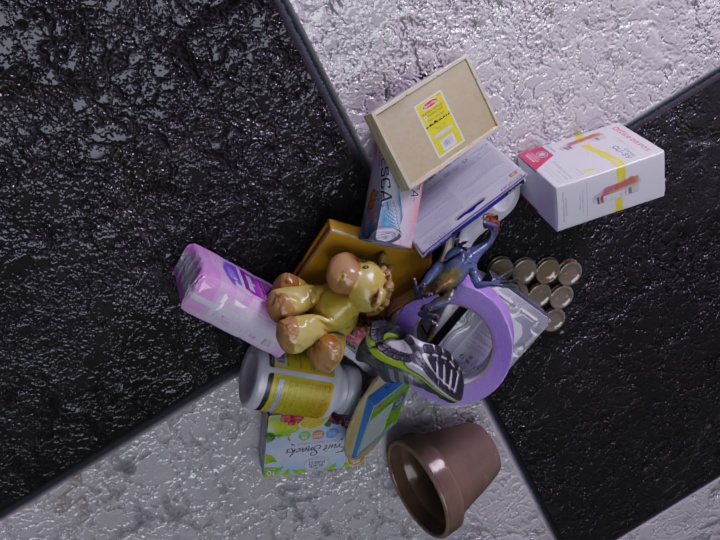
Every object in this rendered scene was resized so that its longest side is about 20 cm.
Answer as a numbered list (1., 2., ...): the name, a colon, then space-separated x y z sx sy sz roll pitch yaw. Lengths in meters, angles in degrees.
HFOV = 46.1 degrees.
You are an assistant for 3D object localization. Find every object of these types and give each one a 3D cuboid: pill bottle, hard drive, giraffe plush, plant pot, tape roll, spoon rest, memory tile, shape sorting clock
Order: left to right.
1. pill bottle: -0.101 0.192 1.452 0.196 0.113 0.114 13 115 -24
2. giraffe plush: -0.026 0.045 1.300 0.198 0.175 0.162 19 129 -41
3. shape sorting clock: 0.031 0.248 1.514 0.200 0.039 0.202 -45 154 -28
4. plant pot: 0.172 0.381 1.631 0.172 0.199 0.204 -25 126 -26
5. tape roll: 0.152 0.113 1.382 0.195 0.066 0.205 3 103 10
6. spoon rest: 0.207 -0.086 1.430 0.098 0.060 0.204 21 92 -28
7. hard drive: 0.211 0.117 1.444 0.138 0.038 0.201 34 107 -18
8. memory tile: 0.308 0.044 1.565 0.195 0.017 0.156 2 118 -19

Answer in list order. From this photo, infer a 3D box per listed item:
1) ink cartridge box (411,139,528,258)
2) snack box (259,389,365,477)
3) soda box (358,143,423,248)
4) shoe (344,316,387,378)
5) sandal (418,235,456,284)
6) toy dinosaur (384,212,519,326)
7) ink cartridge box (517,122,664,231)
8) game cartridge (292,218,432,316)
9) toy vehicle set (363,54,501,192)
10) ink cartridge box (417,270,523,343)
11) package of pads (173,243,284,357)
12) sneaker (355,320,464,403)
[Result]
1. ink cartridge box: 0.156 -0.106 1.314 0.198 0.201 0.041 -37 115 6
2. snack box: -0.084 0.300 1.556 0.195 0.053 0.145 -3 121 -19
3. soda box: 0.055 -0.139 1.292 0.067 0.063 0.205 12 86 -25
4. shoe: 0.002 0.105 1.466 0.091 0.072 0.200 -42 129 6
5. sandal: 0.136 -0.016 1.436 0.053 0.081 0.204 14 109 -25
6. toy dinosaur: 0.139 -0.014 1.296 0.182 0.197 0.106 -49 123 -34
7. ink cartridge box: 0.378 -0.159 1.394 0.196 0.146 0.085 -18 122 -9
8. game cartridge: 0.000 0.000 1.389 0.196 0.033 0.177 12 138 -26
9. toy vehicle set: 0.111 -0.222 1.268 0.198 0.026 0.126 -34 104 -23
10. ink cartridge box: 0.187 0.106 1.505 0.142 0.084 0.203 19 112 -14
11. package of pads: -0.196 0.047 1.331 0.198 0.121 0.076 31 107 -30
12. sneaker: 0.079 0.150 1.331 0.198 0.075 0.081 33 140 -16
